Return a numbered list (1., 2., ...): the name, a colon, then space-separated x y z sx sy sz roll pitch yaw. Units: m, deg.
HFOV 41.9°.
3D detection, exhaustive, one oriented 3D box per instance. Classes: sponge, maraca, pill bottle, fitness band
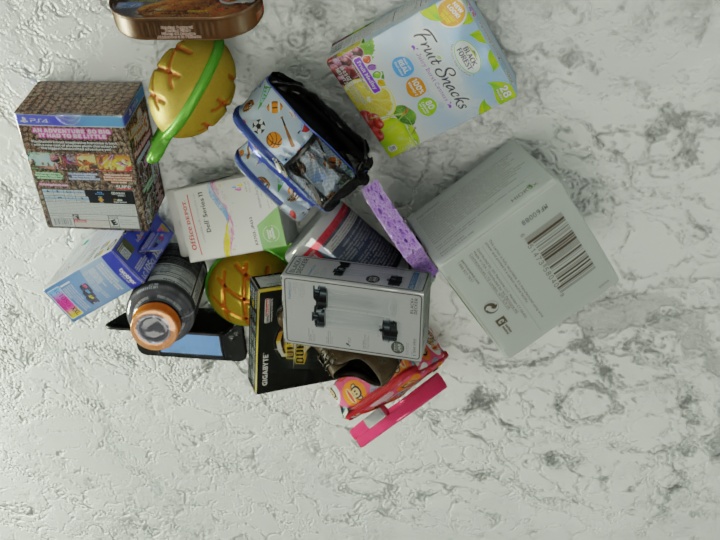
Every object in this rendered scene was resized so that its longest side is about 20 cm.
1. sponge: 0.057 -0.051 1.307 0.030 0.200 0.112 -35 76 4
2. maraca: -0.155 0.015 1.493 0.200 0.107 0.137 -27 111 18
3. maraca: -0.238 -0.231 1.272 0.107 0.137 0.200 29 122 -19
4. pill bottle: 0.000 0.000 1.376 0.200 0.120 0.120 40 124 -10
5. pill bottle: -0.303 0.044 1.465 0.106 0.200 0.107 0 117 0
6. fitness band: 0.063 0.231 1.546 0.037 0.143 0.200 57 140 10

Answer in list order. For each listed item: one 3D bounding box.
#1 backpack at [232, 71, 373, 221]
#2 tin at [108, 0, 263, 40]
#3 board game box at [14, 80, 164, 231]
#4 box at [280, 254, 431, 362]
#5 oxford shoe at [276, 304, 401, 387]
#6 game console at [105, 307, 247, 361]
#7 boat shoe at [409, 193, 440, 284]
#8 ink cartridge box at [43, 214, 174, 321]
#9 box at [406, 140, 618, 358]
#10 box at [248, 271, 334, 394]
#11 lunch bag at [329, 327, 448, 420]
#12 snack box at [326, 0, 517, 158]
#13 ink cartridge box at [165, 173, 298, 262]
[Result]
1. backpack: -0.086 -0.172 1.283 0.154 0.200 0.191 -38 101 6
2. tin: -0.222 -0.340 1.213 0.199 0.112 0.042 2 139 8
3. board game box: -0.392 -0.167 1.384 0.159 0.097 0.200 3 129 6
4. box: -0.006 0.051 1.301 0.199 0.060 0.117 6 121 12
5. oxford shoe: -0.040 0.109 1.381 0.199 0.085 0.073 24 144 8
6. game console: -0.305 0.121 1.586 0.199 0.117 0.176 4 133 6
7. boat shoe: 0.110 -0.024 1.445 0.065 0.075 0.202 18 120 -8
8. ink cartridge box: -0.381 -0.019 1.466 0.200 0.137 0.076 -27 116 30
9. box: 0.210 -0.032 1.326 0.200 0.171 0.199 -36 119 6
10. box: -0.094 0.092 1.478 0.159 0.049 0.201 -9 125 -23
11. lunch bag: 0.038 0.171 1.531 0.176 0.200 0.082 -39 78 24
12. snack box: 0.083 -0.268 1.254 0.200 0.068 0.169 -25 121 23
13. ink cartridge box: -0.206 -0.081 1.422 0.199 0.067 0.118 -10 101 15
